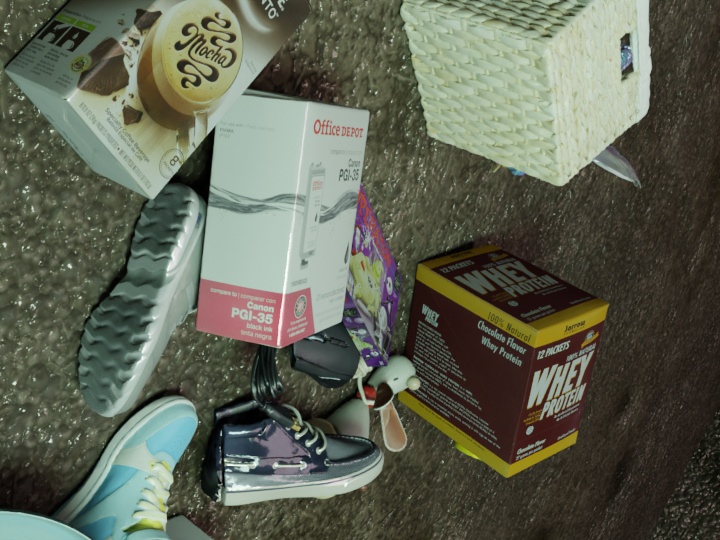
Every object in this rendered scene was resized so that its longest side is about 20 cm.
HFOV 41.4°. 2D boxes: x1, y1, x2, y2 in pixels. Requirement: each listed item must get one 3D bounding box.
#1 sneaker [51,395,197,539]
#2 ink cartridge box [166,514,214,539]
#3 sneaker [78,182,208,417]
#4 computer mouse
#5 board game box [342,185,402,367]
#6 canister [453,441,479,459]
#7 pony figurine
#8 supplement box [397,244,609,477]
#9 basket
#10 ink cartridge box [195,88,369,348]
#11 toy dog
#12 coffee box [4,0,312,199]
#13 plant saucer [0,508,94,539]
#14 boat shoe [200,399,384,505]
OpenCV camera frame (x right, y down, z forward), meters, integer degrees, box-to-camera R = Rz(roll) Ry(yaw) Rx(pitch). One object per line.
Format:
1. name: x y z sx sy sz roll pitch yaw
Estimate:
1. sneaker: -0.183 0.214 0.837 0.200 0.130 0.080 -54 144 -16
2. ink cartridge box: -0.192 0.342 0.910 0.125 0.128 0.200 -5 115 -53
3. sneaker: -0.163 0.032 0.795 0.082 0.075 0.200 28 87 -55
4. computer mouse: -0.045 0.099 0.976 0.200 0.046 0.141 44 45 -55
5. board game box: 0.000 0.000 0.997 0.200 0.032 0.120 64 26 -50
6. canister: 0.209 0.160 1.356 0.149 0.086 0.200 -10 119 -76
7. pony figurine: 0.265 -0.198 1.193 0.193 0.167 0.200 13 106 -23
8. supplement box: 0.169 0.103 1.173 0.133 0.197 0.200 -15 123 -38
9. basket: 0.174 -0.221 0.984 0.161 0.200 0.198 -45 142 -23
10. ink cartridge box: -0.064 -0.049 0.815 0.146 0.083 0.200 -17 116 -69
11. toy dog: 0.009 0.184 1.112 0.200 0.096 0.132 -57 146 -11
12. coffee box: -0.139 -0.169 0.693 0.200 0.080 0.113 -54 144 -16
13. plant saucer: -0.280 0.262 0.742 0.200 0.027 0.200 -4 115 -9
14. boat shoe: -0.063 0.179 0.986 0.200 0.075 0.093 -6 114 -26
